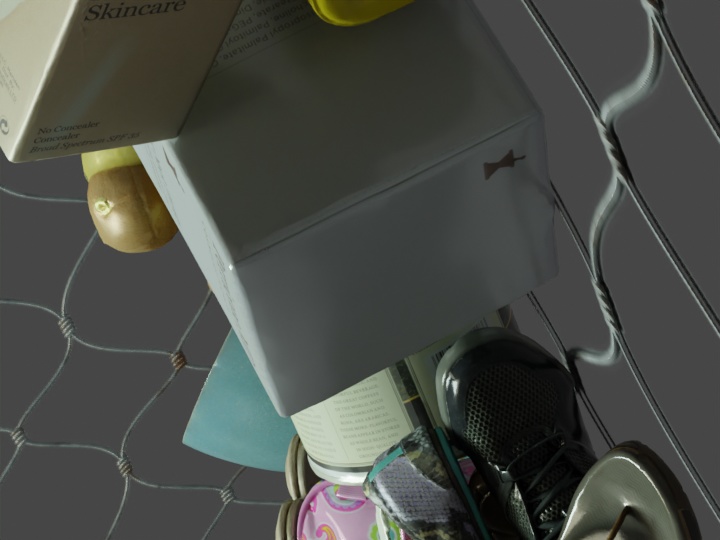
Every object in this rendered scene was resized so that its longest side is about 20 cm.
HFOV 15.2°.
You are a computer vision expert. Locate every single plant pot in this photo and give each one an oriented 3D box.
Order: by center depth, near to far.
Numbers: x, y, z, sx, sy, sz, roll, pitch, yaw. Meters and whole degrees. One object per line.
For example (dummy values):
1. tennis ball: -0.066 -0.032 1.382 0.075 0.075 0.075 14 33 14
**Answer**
1. plant pot: -0.019 0.062 1.879 0.134 0.201 0.200 27 171 2

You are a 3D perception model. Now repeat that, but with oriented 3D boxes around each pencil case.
1. pencil case: 0.047 0.150 1.620 0.200 0.087 0.088 -5 -117 -55

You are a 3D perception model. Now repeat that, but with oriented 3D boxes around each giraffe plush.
1. giraffe plush: -0.108 -0.067 1.701 0.173 0.162 0.200 76 -157 -46

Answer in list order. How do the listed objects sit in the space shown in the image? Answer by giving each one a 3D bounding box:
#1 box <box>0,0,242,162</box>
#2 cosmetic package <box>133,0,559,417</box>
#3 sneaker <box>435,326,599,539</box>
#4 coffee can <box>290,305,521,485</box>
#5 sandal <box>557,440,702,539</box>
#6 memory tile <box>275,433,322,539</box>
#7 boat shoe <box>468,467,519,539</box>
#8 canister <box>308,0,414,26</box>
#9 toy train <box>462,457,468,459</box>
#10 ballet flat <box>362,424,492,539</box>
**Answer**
1. box: -0.101 -0.143 1.169 0.078 0.095 0.200 61 145 26
2. cosmetic package: -0.020 -0.074 1.338 0.200 0.166 0.168 60 172 28
3. sneaker: 0.109 0.122 1.459 0.200 0.076 0.114 65 172 -32
4. coffee can: 0.000 0.000 1.536 0.200 0.146 0.146 67 173 -21
5. sandal: 0.109 0.165 1.383 0.082 0.055 0.200 51 136 12
6. memory tile: -0.016 0.137 1.671 0.154 0.017 0.200 65 -157 -45
7. boat shoe: 0.125 0.171 1.607 0.076 0.071 0.200 -75 -33 -52
8. canister: -0.035 -0.226 1.239 0.200 0.086 0.149 58 168 35
9. toy train: 0.040 0.098 1.763 0.150 0.055 0.200 -80 -27 -52
10. ballet flat: 0.057 0.172 1.508 0.201 0.072 0.072 59 177 -29
